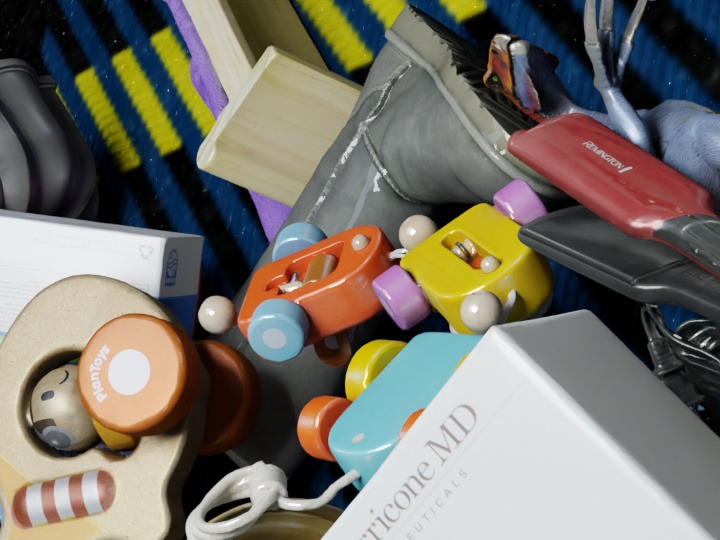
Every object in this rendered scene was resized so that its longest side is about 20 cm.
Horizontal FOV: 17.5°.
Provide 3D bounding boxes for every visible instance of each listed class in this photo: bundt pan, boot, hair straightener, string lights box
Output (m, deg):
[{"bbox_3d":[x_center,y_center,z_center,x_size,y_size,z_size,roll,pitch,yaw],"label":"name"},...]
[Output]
[{"bbox_3d":[-0.218,-0.012,1.221,0.076,0.202,0.202,49,116,20],"label":"bundt pan"},{"bbox_3d":[0.002,0.001,0.974,0.200,0.073,0.182,-54,21,9],"label":"boot"},{"bbox_3d":[0.116,0.015,0.749,0.200,0.041,0.077,32,137,49],"label":"hair straightener"},{"bbox_3d":[-0.135,0.078,1.010,0.059,0.103,0.200,-7,-75,-77],"label":"string lights box"}]

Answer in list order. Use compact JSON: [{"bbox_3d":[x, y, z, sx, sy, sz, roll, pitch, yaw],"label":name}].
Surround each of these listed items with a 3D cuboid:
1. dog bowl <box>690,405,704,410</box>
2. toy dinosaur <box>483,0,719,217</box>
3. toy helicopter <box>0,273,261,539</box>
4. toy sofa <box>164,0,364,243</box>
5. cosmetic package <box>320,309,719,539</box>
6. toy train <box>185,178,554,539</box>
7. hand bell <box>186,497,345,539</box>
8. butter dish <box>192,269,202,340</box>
[{"bbox_3d":[0.100,0.100,0.784,0.200,0.050,0.112,24,91,58],"label":"dog bowl"},{"bbox_3d":[0.105,-0.037,0.815,0.181,0.105,0.200,-13,63,58],"label":"toy dinosaur"},{"bbox_3d":[-0.133,0.097,0.937,0.132,0.079,0.200,17,86,23],"label":"toy helicopter"},{"bbox_3d":[-0.059,-0.096,1.115,0.098,0.083,0.200,-53,34,19],"label":"toy sofa"},{"bbox_3d":[0.092,0.115,0.671,0.200,0.071,0.101,45,112,20],"label":"cosmetic package"},{"bbox_3d":[0.007,0.039,0.845,0.150,0.056,0.200,-24,26,19],"label":"toy train"},{"bbox_3d":[-0.058,0.140,0.899,0.200,0.104,0.104,164,123,-70],"label":"hand bell"},{"bbox_3d":[-0.185,0.083,1.130,0.200,0.148,0.200,-23,53,48],"label":"butter dish"}]
